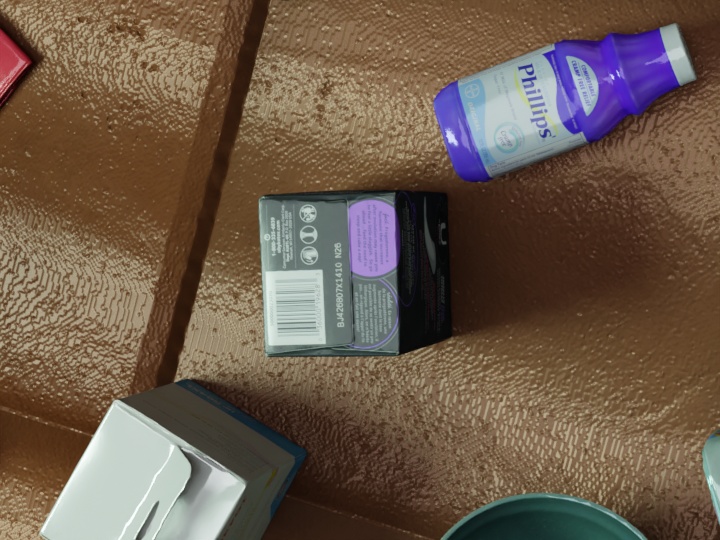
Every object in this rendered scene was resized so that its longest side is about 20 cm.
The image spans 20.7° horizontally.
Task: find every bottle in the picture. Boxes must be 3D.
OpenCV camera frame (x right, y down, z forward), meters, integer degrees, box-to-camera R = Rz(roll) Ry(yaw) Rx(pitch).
[{"bbox_3d":[0.160,-0.135,1.530,0.199,0.065,0.084,-19,86,14],"label":"bottle"}]

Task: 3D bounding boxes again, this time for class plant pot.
[{"bbox_3d":[0.137,0.286,1.494,0.199,0.134,0.201,0,64,0],"label":"plant pot"}]

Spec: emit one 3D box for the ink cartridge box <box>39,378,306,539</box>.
[{"bbox_3d":[-0.147,0.176,1.546,0.125,0.200,0.129,31,98,11],"label":"ink cartridge box"}]

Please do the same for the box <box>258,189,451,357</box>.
[{"bbox_3d":[0.000,0.000,1.505,0.105,0.200,0.123,-1,91,14],"label":"box"}]

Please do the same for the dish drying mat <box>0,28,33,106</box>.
[{"bbox_3d":[-0.370,-0.217,1.686,0.200,0.018,0.077,44,102,8],"label":"dish drying mat"}]

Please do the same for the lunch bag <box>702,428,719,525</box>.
[{"bbox_3d":[0.304,0.179,1.434,0.077,0.200,0.161,-15,86,12],"label":"lunch bag"}]
